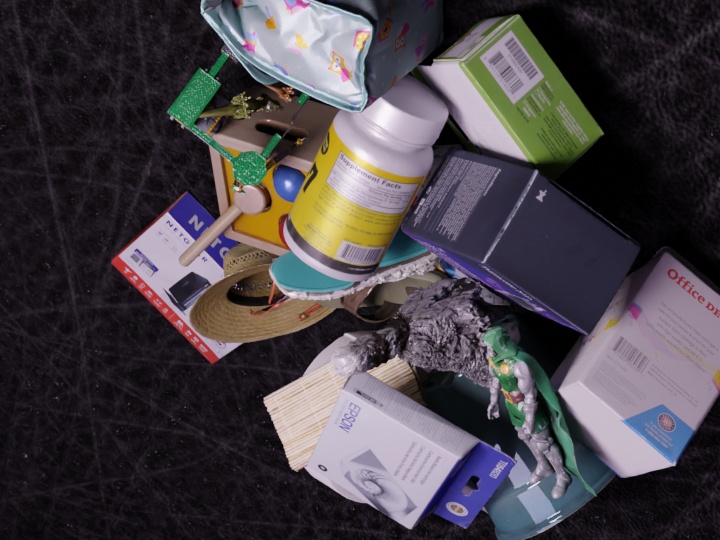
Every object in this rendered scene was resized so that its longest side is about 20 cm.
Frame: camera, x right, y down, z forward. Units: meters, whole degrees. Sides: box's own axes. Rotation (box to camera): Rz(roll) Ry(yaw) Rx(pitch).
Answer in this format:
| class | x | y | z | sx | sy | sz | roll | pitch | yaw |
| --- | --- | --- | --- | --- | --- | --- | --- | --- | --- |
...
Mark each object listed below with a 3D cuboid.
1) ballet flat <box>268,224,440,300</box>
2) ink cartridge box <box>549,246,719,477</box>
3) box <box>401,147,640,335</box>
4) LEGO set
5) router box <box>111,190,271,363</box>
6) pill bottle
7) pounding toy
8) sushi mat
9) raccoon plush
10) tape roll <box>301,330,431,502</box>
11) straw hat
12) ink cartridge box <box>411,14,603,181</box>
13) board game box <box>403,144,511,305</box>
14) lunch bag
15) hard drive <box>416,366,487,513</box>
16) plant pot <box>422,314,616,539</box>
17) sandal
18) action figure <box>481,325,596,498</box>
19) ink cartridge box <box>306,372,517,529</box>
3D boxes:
| class | x | y | z | sx | sy | sz | roll | pitch | yaw |
| --- | --- | --- | --- | --- | --- | --- | --- | --- | --- |
| ballet flat | 0.000 | 0.000 | 1.591 | 0.198 | 0.072 | 0.072 | -12 | 129 | -1 |
| ink cartridge box | 0.299 | 0.090 | 1.473 | 0.128 | 0.200 | 0.125 | 40 | 159 | -2 |
| box | 0.156 | -0.033 | 1.432 | 0.147 | 0.105 | 0.200 | 33 | 178 | -23 |
| LEGO set | -0.116 | -0.189 | 1.543 | 0.153 | 0.201 | 0.116 | 28 | -179 | -6 |
| router box | -0.214 | 0.013 | 1.909 | 0.200 | 0.049 | 0.179 | 46 | 141 | -8 |
| pill bottle | 0.007 | -0.099 | 1.480 | 0.114 | 0.114 | 0.201 | 32 | 119 | 8 |
| pounding toy | -0.104 | -0.088 | 1.648 | 0.198 | 0.142 | 0.185 | 18 | 137 | 24 |
| sushi mat | -0.019 | 0.150 | 1.651 | 0.199 | 0.012 | 0.096 | -30 | 80 | 26 |
| raccoon plush | 0.077 | 0.096 | 1.512 | 0.198 | 0.097 | 0.135 | -23 | 113 | 2 |
| tape roll | 0.013 | 0.178 | 1.760 | 0.071 | 0.202 | 0.204 | 23 | 144 | 53 |
| straw hat | -0.123 | 0.007 | 1.784 | 0.202 | 0.199 | 0.086 | 122 | 139 | -51 |
| ink cartridge box | 0.137 | -0.173 | 1.439 | 0.148 | 0.076 | 0.200 | 51 | 174 | -15 |
| board game box | 0.091 | -0.049 | 1.616 | 0.125 | 0.035 | 0.201 | 0 | 128 | 39 |
| lunch bag | -0.037 | -0.258 | 1.408 | 0.198 | 0.170 | 0.123 | 21 | 131 | 21 |
| hard drive | 0.105 | 0.199 | 1.714 | 0.026 | 0.133 | 0.200 | -27 | 139 | 24 |
| plant pot | 0.179 | 0.171 | 1.651 | 0.197 | 0.200 | 0.200 | 52 | 140 | -4 |
| sandal | 0.020 | 0.027 | 1.674 | 0.199 | 0.058 | 0.080 | 4 | 136 | 35 |
| action figure | 0.166 | 0.138 | 1.452 | 0.118 | 0.054 | 0.201 | 23 | 142 | 56 |
| ink cartridge box | 0.050 | 0.210 | 1.561 | 0.199 | 0.041 | 0.200 | 29 | 146 | 5 |
